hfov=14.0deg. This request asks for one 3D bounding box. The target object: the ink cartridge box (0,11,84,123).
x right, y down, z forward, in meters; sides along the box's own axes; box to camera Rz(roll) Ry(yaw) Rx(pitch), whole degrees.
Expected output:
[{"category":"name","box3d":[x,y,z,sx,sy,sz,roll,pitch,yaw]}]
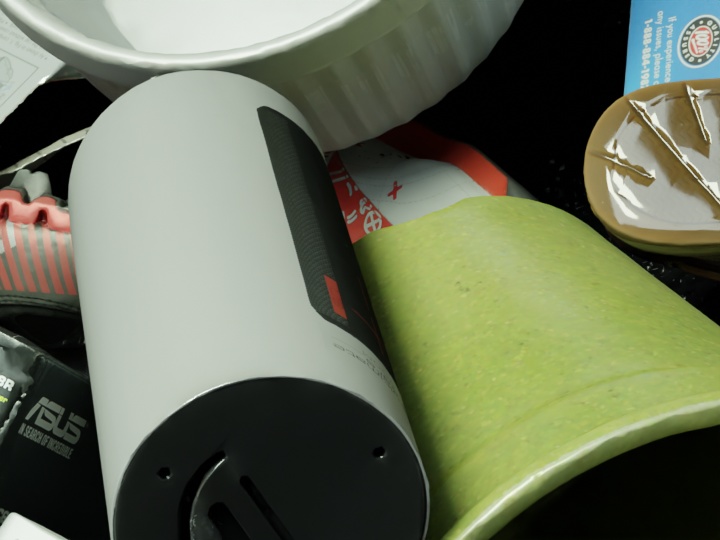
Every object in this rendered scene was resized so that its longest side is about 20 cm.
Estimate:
[{"category":"ink cartridge box","box3d":[-0.144,-0.110,1.170,0.162,0.057,0.200,27,72,41]}]

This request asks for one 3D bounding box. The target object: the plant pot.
[{"category":"plant pot","box3d":[0.057,0.077,0.846,0.200,0.200,0.184,-40,35,3]}]

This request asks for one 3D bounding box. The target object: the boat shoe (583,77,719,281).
[{"category":"boat shoe","box3d":[0.170,-0.018,0.902,0.199,0.072,0.072,0,69,9]}]

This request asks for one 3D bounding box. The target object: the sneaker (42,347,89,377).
[{"category":"sneaker","box3d":[-0.143,0.097,1.033,0.199,0.073,0.112,-25,46,6]}]

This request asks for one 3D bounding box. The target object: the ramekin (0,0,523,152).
[{"category":"ramekin","box3d":[-0.030,-0.133,0.978,0.199,0.105,0.201,-6,65,14]}]

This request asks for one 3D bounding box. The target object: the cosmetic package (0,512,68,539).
[{"category":"cosmetic package","box3d":[-0.069,0.159,0.839,0.081,0.200,0.113,26,74,23]}]

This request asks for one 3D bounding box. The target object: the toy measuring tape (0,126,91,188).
[{"category":"toy measuring tape","box3d":[-0.142,0.000,1.109,0.199,0.074,0.074,-26,47,-7]}]

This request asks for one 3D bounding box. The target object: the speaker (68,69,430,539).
[{"category":"speaker","box3d":[-0.035,0.019,0.790,0.081,0.081,0.200,-35,25,8]}]

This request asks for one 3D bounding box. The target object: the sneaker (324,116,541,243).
[{"category":"sneaker","box3d":[0.000,0.000,1.003,0.108,0.067,0.201,-48,43,-3]}]

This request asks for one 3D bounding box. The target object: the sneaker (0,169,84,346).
[{"category":"sneaker","box3d":[-0.158,0.021,1.013,0.200,0.071,0.098,-5,66,19]}]

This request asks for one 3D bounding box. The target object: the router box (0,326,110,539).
[{"category":"router box","box3d":[-0.114,0.099,0.863,0.062,0.200,0.150,24,84,21]}]

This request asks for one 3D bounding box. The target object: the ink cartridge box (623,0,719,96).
[{"category":"ink cartridge box","box3d":[0.190,-0.096,0.942,0.199,0.067,0.117,-11,53,27]}]
